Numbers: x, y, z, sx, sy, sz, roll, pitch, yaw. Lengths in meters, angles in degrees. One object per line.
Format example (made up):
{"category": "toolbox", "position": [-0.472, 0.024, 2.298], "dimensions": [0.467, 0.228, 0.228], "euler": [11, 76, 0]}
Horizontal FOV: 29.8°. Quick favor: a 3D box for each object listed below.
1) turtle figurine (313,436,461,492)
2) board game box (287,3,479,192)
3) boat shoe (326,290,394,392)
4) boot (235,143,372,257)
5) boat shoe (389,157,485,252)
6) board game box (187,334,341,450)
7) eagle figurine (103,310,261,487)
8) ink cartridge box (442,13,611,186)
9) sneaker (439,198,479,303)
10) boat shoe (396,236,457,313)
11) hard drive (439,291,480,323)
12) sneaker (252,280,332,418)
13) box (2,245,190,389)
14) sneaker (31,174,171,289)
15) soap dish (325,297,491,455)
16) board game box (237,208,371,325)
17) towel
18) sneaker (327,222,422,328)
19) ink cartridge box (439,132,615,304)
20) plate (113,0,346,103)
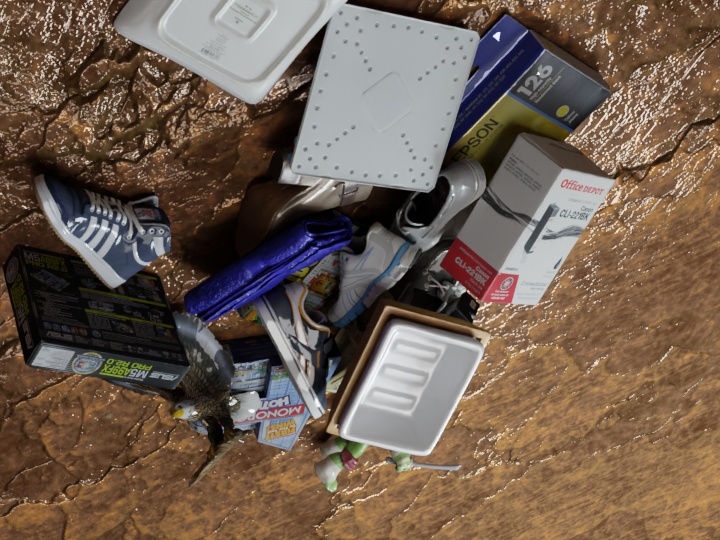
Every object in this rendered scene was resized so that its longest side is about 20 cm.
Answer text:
{"category": "turtle figurine", "position": [0.040, 0.269, 2.044], "dimensions": [0.193, 0.144, 0.200], "euler": [-34, 136, 17]}
{"category": "board game box", "position": [0.025, -0.198, 1.565], "dimensions": [0.199, 0.026, 0.201], "euler": [5, 111, -31]}
{"category": "boat shoe", "position": [-0.006, 0.106, 1.894], "dimensions": [0.062, 0.073, 0.201], "euler": [-1, 135, -31]}
{"category": "boot", "position": [-0.059, -0.092, 1.660], "dimensions": [0.146, 0.070, 0.200], "euler": [-6, 145, -34]}
{"category": "boat shoe", "position": [0.081, -0.072, 1.706], "dimensions": [0.068, 0.072, 0.200], "euler": [-16, 169, -37]}
{"category": "board game box", "position": [-0.143, 0.180, 1.915], "dimensions": [0.199, 0.062, 0.201], "euler": [-8, 137, -20]}
{"category": "eagle figurine", "position": [-0.231, 0.159, 1.781], "dimensions": [0.152, 0.200, 0.151], "euler": [-40, 174, -14]}
{"category": "ink cartridge box", "position": [0.183, -0.198, 1.683], "dimensions": [0.199, 0.047, 0.198], "euler": [19, 124, -43]}
{"category": "sneaker", "position": [0.121, -0.036, 1.818], "dimensions": [0.081, 0.075, 0.201], "euler": [9, 136, -7]}
{"category": "boat shoe", "position": [0.078, 0.047, 1.786], "dimensions": [0.067, 0.057, 0.200], "euler": [27, 115, -23]}
{"category": "hard drive", "position": [0.079, 0.115, 1.884], "dimensions": [0.200, 0.038, 0.140], "euler": [-45, 180, 15]}
{"category": "sneaker", "position": [-0.070, 0.105, 1.791], "dimensions": [0.079, 0.078, 0.201], "euler": [-28, 122, -10]}
{"category": "box", "position": [-0.314, 0.057, 1.613], "dimensions": [0.199, 0.161, 0.044], "euler": [13, 126, -38]}
{"category": "sneaker", "position": [-0.291, -0.064, 1.563], "dimensions": [0.108, 0.070, 0.200], "euler": [-28, 143, 3]}
{"category": "soap dish", "position": [0.058, 0.136, 1.760], "dimensions": [0.157, 0.081, 0.201], "euler": [15, 114, -22]}
{"category": "board game box", "position": [-0.064, 0.005, 1.795], "dimensions": [0.104, 0.024, 0.200], "euler": [22, 121, -39]}
{"category": "towel", "position": [-0.109, 0.000, 1.678], "dimensions": [0.199, 0.050, 0.148], "euler": [-30, 173, 22]}
{"category": "sneaker", "position": [0.000, 0.000, 1.762], "dimensions": [0.200, 0.087, 0.075], "euler": [-47, -178, 46]}
{"category": "ink cartridge box", "position": [0.212, -0.062, 1.707], "dimensions": [0.144, 0.084, 0.201], "euler": [4, 121, -53]}
{"category": "plate", "position": [-0.126, -0.276, 1.427], "dimensions": [0.199, 0.032, 0.200], "euler": [25, 121, -36]}
